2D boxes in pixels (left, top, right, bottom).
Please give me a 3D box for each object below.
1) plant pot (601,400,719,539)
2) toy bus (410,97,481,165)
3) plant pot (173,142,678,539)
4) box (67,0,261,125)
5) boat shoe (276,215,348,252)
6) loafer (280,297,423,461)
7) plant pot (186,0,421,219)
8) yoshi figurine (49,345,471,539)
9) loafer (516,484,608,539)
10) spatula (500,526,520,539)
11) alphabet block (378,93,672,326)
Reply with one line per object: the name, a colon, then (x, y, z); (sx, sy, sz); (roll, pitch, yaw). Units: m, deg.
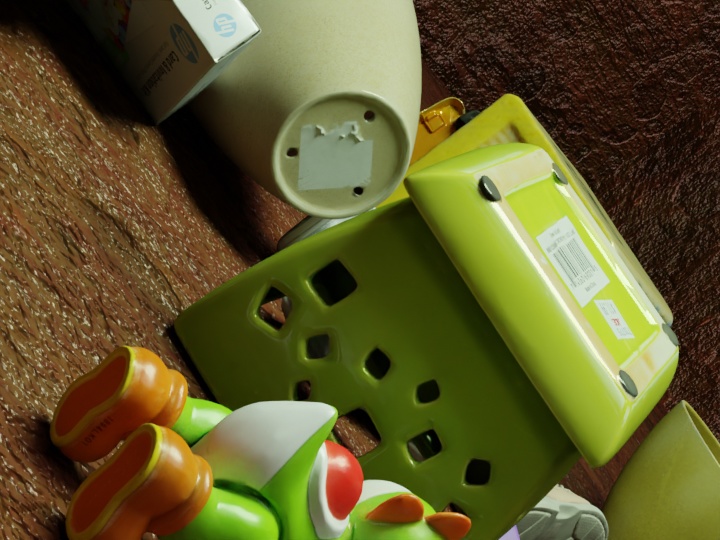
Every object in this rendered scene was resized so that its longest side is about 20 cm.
plant pot: (0.320, 0.252, 1.755); (0.201, 0.141, 0.200); (53, 10, -14)
toy bus: (0.114, -0.058, 1.887); (0.201, 0.135, 0.192); (55, -4, 17)
plant pot: (0.051, 0.044, 0.950); (0.200, 0.181, 0.200); (56, 23, 4)
box: (-0.153, -0.198, 1.082); (0.201, 0.041, 0.156); (54, -21, -5)
boat shoe: (-0.001, 0.001, 1.264); (0.065, 0.074, 0.202); (53, 2, 21)
loafer: (0.017, 0.060, 1.151); (0.200, 0.070, 0.070); (43, 16, -49)
plant pot: (-0.033, -0.124, 1.182); (0.187, 0.187, 0.201); (48, 12, -34)
yoshi figurine: (-0.039, 0.117, 0.712); (0.199, 0.113, 0.112); (31, -19, -33)
loafer: (0.126, 0.178, 1.303); (0.063, 0.072, 0.200); (52, 10, 29)
spatula: (0.129, 0.252, 1.167); (0.056, 0.021, 0.201); (-12, 70, -56)
alphabet block: (0.139, -0.002, 1.593); (0.197, 0.195, 0.200); (58, 11, 30)
